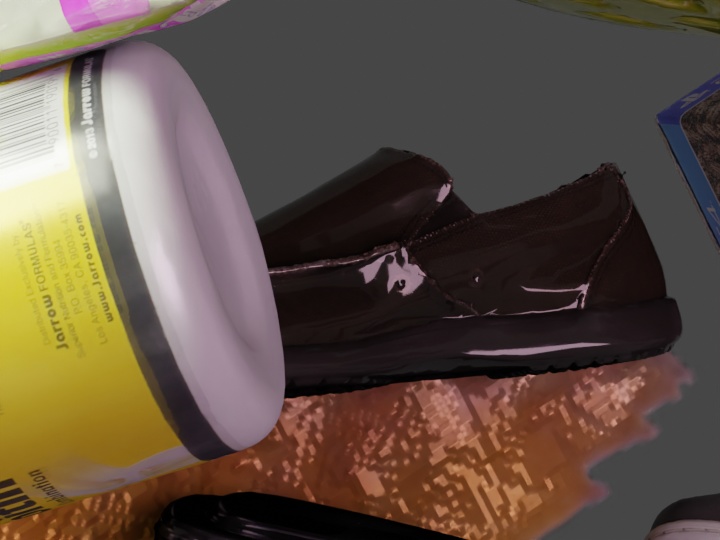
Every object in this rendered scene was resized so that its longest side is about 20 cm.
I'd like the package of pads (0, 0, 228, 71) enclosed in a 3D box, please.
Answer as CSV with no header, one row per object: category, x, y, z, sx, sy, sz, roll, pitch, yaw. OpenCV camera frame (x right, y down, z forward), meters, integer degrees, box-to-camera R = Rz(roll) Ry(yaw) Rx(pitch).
package of pads,-0.108,-0.127,0.761,0.068,0.199,0.155,-30,106,-46

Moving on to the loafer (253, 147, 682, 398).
loafer,0.000,0.000,0.889,0.199,0.073,0.072,-3,84,-25

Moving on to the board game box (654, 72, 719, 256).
board game box,0.214,-0.043,0.895,0.159,0.200,0.097,-33,105,-17

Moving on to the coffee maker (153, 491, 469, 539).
coffee maker,-0.034,0.169,0.849,0.191,0.135,0.201,10,90,-22

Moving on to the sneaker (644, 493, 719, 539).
sneaker,0.184,0.081,0.974,0.199,0.076,0.088,4,65,-15

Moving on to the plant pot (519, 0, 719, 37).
plant pot,0.052,-0.169,0.827,0.180,0.199,0.202,2,95,-16

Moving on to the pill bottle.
pill bottle,-0.128,0.019,0.782,0.199,0.112,0.113,-17,102,8
